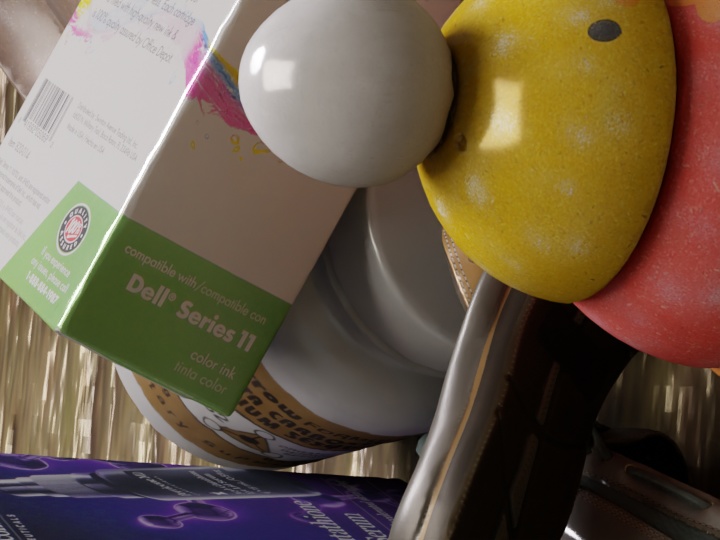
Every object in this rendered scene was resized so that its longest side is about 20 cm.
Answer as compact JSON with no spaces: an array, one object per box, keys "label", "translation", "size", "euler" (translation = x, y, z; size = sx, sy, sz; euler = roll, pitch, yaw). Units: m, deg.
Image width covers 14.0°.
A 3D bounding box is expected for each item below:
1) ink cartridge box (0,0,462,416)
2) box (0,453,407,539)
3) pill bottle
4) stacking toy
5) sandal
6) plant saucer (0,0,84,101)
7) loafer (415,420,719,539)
[{"label":"ink cartridge box","translation":[-0.034,-0.071,0.886],"size":[0.201,0.067,0.117],"euler":[-61,28,3]},{"label":"box","translation":[-0.055,0.130,0.948],"size":[0.148,0.199,0.105],"euler":[-151,69,-64]},{"label":"pill bottle","translation":[0.000,0.000,0.966],"size":[0.200,0.114,0.115],"euler":[158,116,-63]},{"label":"stacking toy","translation":[0.065,-0.033,0.725],"size":[0.146,0.199,0.147],"euler":[-174,90,-65]},{"label":"sandal","translation":[0.047,0.009,0.823],"size":[0.054,0.082,0.201],"euler":[11,65,33]},{"label":"plant saucer","translation":[-0.117,-0.117,1.020],"size":[0.201,0.034,0.201],"euler":[51,165,20]},{"label":"loafer","translation":[0.085,0.078,0.836],"size":[0.063,0.072,0.200],"euler":[-48,32,-2]}]
